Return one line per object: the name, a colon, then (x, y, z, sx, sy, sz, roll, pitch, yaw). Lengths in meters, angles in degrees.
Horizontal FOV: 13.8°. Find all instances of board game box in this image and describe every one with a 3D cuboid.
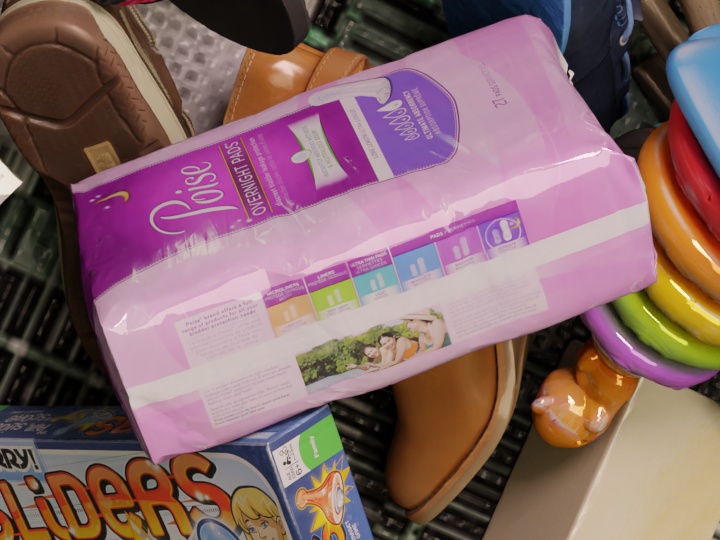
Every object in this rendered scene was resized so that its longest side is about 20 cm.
board game box: (-0.071, 0.117, 1.133, 0.034, 0.200, 0.136, -32, 109, -41)

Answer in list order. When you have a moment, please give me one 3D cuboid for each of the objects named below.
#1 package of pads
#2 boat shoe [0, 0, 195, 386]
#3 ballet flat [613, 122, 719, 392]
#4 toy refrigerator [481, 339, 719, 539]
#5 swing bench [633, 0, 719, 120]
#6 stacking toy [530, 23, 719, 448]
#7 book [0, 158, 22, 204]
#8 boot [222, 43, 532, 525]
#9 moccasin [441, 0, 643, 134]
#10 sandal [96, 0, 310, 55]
package of pads: (-0.003, -0.014, 1.077, 0.200, 0.121, 0.076, -20, 120, -2)
boat shoe: (-0.086, -0.035, 1.167, 0.075, 0.075, 0.202, -9, 127, 8)
ballet flat: (0.160, 0.022, 1.223, 0.068, 0.200, 0.068, -38, 150, -16)
toy refrigerator: (0.091, 0.138, 1.259, 0.070, 0.076, 0.200, 25, 89, -22)
swing bench: (0.199, -0.158, 1.228, 0.199, 0.130, 0.200, -35, 114, -13)
stacking toy: (0.127, 0.005, 1.155, 0.116, 0.110, 0.200, -2, 144, -39)
book: (-0.246, -0.059, 1.121, 0.134, 0.048, 0.200, -46, 108, -7)
boot: (0.000, 0.000, 1.207, 0.155, 0.074, 0.200, 20, 119, -1)
moccasin: (0.074, -0.108, 1.181, 0.068, 0.200, 0.080, -41, 69, -19)
sandal: (-0.106, -0.137, 1.081, 0.200, 0.075, 0.045, 39, 63, -11)
